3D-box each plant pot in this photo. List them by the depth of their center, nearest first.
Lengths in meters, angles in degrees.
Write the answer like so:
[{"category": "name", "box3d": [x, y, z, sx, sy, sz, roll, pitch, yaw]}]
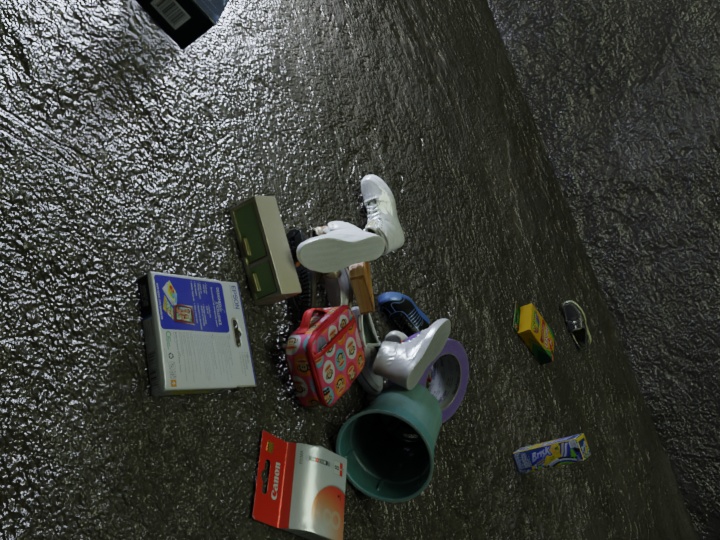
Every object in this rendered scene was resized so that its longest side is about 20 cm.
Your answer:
[{"category": "plant pot", "box3d": [0.077, 0.336, 1.501, 0.201, 0.199, 0.196, 64, 25, -6]}]

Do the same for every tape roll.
[{"category": "tape roll", "box3d": [0.160, 0.248, 1.681, 0.199, 0.085, 0.201, -12, 107, -44]}]

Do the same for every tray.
[{"category": "tray", "box3d": [0.000, 0.000, 1.627, 0.200, 0.037, 0.099, -97, 173, -58]}]

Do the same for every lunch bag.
[{"category": "lunch bag", "box3d": [-0.071, 0.156, 1.443, 0.200, 0.081, 0.177, -42, 122, -57]}]

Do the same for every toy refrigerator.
[{"category": "toy refrigerator", "box3d": [-0.189, -0.039, 1.425, 0.070, 0.076, 0.201, -4, 76, -56]}]

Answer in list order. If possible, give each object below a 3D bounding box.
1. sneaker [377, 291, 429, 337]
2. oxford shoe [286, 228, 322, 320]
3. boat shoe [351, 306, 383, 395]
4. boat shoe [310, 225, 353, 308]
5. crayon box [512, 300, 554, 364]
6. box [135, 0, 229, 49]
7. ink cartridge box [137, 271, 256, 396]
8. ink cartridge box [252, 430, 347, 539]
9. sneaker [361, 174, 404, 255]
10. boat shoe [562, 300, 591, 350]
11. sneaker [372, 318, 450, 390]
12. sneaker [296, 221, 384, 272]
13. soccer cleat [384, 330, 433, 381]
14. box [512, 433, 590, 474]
[{"category": "sneaker", "box3d": [0.113, 0.124, 1.777, 0.200, 0.070, 0.078, 36, 37, -41]}, {"category": "oxford shoe", "box3d": [-0.108, 0.014, 1.516, 0.084, 0.072, 0.201, 29, 49, -47]}, {"category": "boat shoe", "box3d": [0.015, 0.174, 1.604, 0.073, 0.067, 0.201, -22, 90, -57]}, {"category": "boat shoe", "box3d": [-0.069, 0.000, 1.591, 0.068, 0.075, 0.201, 4, 66, -41]}, {"category": "crayon box", "box3d": [0.582, 0.203, 2.436, 0.200, 0.051, 0.127, 48, 38, -27]}, {"category": "box", "box3d": [-0.351, -0.579, 1.479, 0.148, 0.107, 0.201, 44, 39, -31]}, {"category": "ink cartridge box", "box3d": [-0.277, 0.109, 1.239, 0.200, 0.047, 0.199, 12, 60, -54]}, {"category": "ink cartridge box", "box3d": [-0.103, 0.391, 1.319, 0.200, 0.050, 0.163, 40, 41, -41]}, {"category": "sneaker", "box3d": [0.041, -0.137, 1.810, 0.116, 0.073, 0.201, -33, 101, -60]}, {"category": "boat shoe", "box3d": [0.827, 0.211, 2.772, 0.202, 0.071, 0.066, 65, 27, -13]}, {"category": "sneaker", "box3d": [0.106, 0.162, 1.576, 0.200, 0.115, 0.074, -45, 137, -36]}, {"category": "sneaker", "box3d": [-0.063, -0.051, 1.491, 0.199, 0.115, 0.074, -7, 112, -35]}, {"category": "soccer cleat", "box3d": [0.116, 0.198, 1.746, 0.200, 0.069, 0.078, 50, 31, -37]}, {"category": "box", "box3d": [0.535, 0.514, 2.041, 0.070, 0.199, 0.065, -4, 74, -56]}]
